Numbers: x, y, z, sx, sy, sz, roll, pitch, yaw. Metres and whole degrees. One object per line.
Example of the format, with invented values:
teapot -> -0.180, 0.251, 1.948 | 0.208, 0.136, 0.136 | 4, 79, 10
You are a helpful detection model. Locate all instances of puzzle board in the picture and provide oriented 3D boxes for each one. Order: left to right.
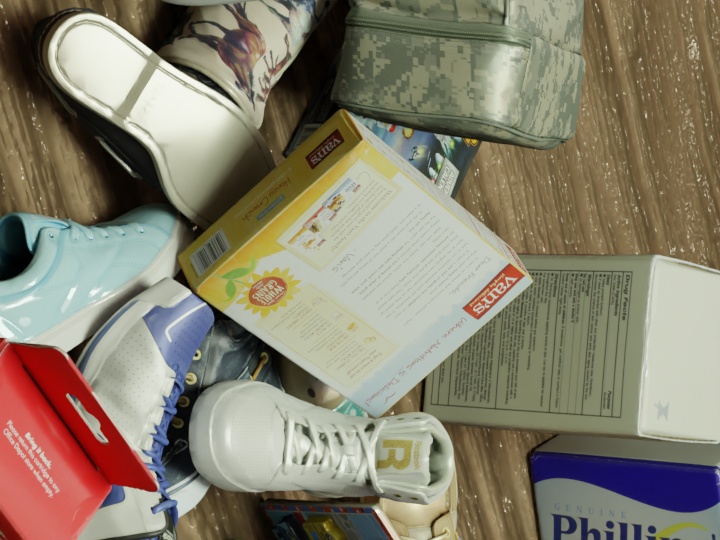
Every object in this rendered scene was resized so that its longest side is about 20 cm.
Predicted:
puzzle board -> 0.020, 0.237, 1.613 | 0.017, 0.151, 0.200 | -40, 106, -26

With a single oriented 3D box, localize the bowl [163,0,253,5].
bowl -> -0.098, -0.244, 1.501 | 0.199, 0.075, 0.200 | -16, 67, -46

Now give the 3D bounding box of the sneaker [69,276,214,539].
sneaker -> -0.139, 0.114, 1.446 | 0.200, 0.115, 0.081 | -50, 167, -14

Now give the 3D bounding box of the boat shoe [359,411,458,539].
boat shoe -> 0.039, 0.199, 1.685 | 0.073, 0.069, 0.201 | -5, 112, -13

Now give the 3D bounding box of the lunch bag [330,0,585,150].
lunch bag -> 0.073, -0.174, 1.612 | 0.200, 0.139, 0.168 | 5, 95, -69

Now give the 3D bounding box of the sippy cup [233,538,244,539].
sippy cup -> -0.045, 0.251, 1.582 | 0.178, 0.130, 0.140 | 6, 88, -50

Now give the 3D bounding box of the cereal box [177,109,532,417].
cereal box -> 0.000, 0.000, 1.532 | 0.144, 0.040, 0.200 | -41, 136, 11

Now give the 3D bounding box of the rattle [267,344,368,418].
rattle -> 0.000, 0.049, 1.619 | 0.130, 0.143, 0.201 | 10, 87, -40

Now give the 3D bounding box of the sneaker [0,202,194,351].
sneaker -> -0.177, -0.007, 1.464 | 0.200, 0.074, 0.082 | -40, 121, -44

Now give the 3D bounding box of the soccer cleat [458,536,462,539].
soccer cleat -> 0.082, 0.242, 1.797 | 0.200, 0.067, 0.077 | 45, 13, -28

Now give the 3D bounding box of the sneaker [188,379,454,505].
sneaker -> -0.015, 0.109, 1.535 | 0.200, 0.115, 0.074 | 16, 74, -59

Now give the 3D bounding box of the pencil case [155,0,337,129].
pencil case -> -0.061, -0.170, 1.586 | 0.089, 0.078, 0.200 | 30, 58, 3

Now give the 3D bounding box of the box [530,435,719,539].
box -> 0.241, 0.225, 1.881 | 0.105, 0.183, 0.201 | -20, 106, -46

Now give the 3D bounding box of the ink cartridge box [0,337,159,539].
ink cartridge box -> -0.219, 0.097, 1.318 | 0.067, 0.199, 0.116 | -56, 129, -33

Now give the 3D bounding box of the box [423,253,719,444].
box -> 0.157, 0.056, 1.763 | 0.109, 0.199, 0.128 | 11, 83, -49

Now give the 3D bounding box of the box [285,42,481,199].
box -> 0.034, -0.119, 1.737 | 0.137, 0.040, 0.200 | 49, 55, -40

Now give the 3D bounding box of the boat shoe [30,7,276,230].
boat shoe -> -0.127, -0.093, 1.507 | 0.200, 0.063, 0.073 | 42, 80, -30

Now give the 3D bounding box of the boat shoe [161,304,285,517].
boat shoe -> -0.122, 0.091, 1.539 | 0.200, 0.071, 0.091 | -39, 119, -51
